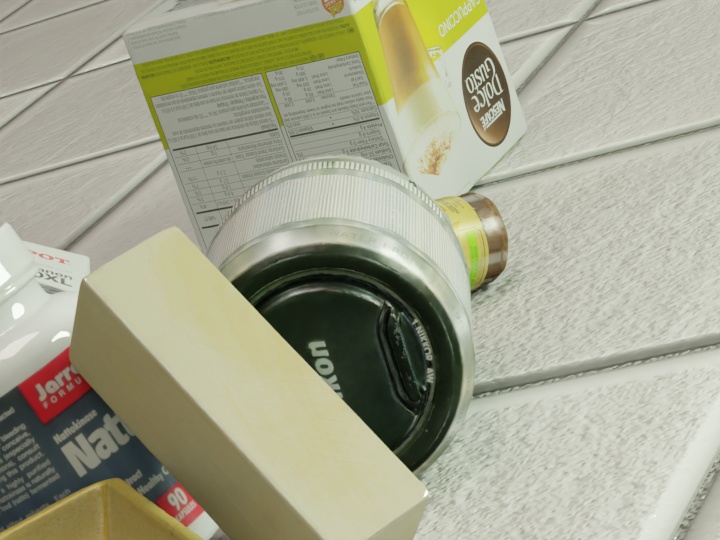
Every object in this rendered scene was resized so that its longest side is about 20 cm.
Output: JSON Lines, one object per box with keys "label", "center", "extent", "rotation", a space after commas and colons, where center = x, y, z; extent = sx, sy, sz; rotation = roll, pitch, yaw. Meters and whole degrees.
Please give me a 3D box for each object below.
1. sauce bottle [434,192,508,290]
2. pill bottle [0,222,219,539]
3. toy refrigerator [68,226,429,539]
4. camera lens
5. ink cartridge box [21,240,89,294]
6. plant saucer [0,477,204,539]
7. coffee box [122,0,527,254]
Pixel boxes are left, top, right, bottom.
{"label": "sauce bottle", "center": [0.000, 0.000, 1.666], "extent": [0.199, 0.065, 0.065], "rotation": [-16, 11, -30]}
{"label": "pill bottle", "center": [-0.171, 0.081, 1.429], "extent": [0.119, 0.201, 0.120], "rotation": [-34, 8, 6]}
{"label": "toy refrigerator", "center": [-0.057, 0.076, 1.332], "extent": [0.070, 0.200, 0.076], "rotation": [-31, -25, -30]}
{"label": "camera lens", "center": [-0.016, 0.029, 1.493], "extent": [0.159, 0.161, 0.200], "rotation": [-20, 16, 7]}
{"label": "ink cartridge box", "center": [-0.247, 0.044, 1.644], "extent": [0.144, 0.084, 0.200], "rotation": [14, 20, -11]}
{"label": "plant saucer", "center": [-0.168, 0.182, 1.254], "extent": [0.199, 0.049, 0.200], "rotation": [-28, 17, -16]}
{"label": "coffee box", "center": [-0.022, -0.138, 1.969], "extent": [0.199, 0.199, 0.200], "rotation": [-10, 19, 31]}
